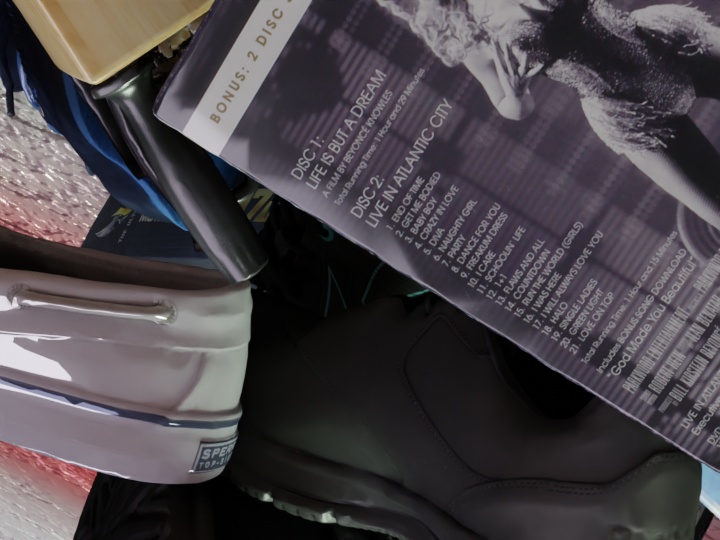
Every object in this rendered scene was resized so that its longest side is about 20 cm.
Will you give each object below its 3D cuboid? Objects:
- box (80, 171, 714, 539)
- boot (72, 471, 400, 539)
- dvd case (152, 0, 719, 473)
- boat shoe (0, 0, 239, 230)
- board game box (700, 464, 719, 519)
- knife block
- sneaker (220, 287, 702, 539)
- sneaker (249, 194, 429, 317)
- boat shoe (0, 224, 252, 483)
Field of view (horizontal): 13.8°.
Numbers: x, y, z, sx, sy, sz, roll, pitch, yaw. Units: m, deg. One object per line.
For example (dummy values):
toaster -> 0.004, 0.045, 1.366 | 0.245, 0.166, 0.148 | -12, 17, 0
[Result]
box -> 0.015, 0.034, 1.069 | 0.200, 0.051, 0.157 | 41, 158, -28
boot -> -0.005, 0.110, 0.872 | 0.157, 0.080, 0.211 | 25, -163, -9
dvd case -> 0.069, -0.044, 0.700 | 0.200, 0.149, 0.016 | 32, -154, -2
boat shoe -> -0.089, -0.068, 0.932 | 0.068, 0.084, 0.200 | 29, 159, 18
board game box -> 0.136, 0.071, 0.898 | 0.200, 0.037, 0.151 | 43, -174, -24
knife block -> -0.062, -0.091, 0.753 | 0.176, 0.064, 0.200 | 51, 172, 31
sneaker -> 0.024, 0.035, 0.817 | 0.076, 0.091, 0.200 | -5, -157, -43
sneaker -> 0.000, 0.000, 0.902 | 0.079, 0.076, 0.200 | -9, 135, 7
boat shoe -> -0.123, 0.000, 0.834 | 0.199, 0.066, 0.074 | 16, -166, 8
